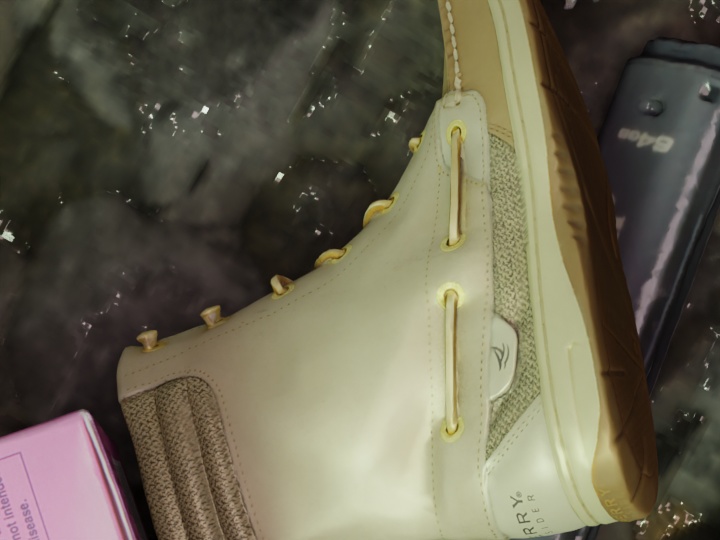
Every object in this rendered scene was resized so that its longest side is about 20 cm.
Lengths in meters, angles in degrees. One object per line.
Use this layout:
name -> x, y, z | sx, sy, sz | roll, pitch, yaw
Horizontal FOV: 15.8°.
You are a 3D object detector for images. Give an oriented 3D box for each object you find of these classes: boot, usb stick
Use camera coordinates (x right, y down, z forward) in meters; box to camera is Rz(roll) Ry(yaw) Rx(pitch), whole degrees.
boot -> 0.000, 0.000, 0.790 | 0.154, 0.073, 0.201 | -17, 61, 16
usb stick -> 0.072, 0.024, 0.811 | 0.032, 0.055, 0.201 | 25, 84, -32

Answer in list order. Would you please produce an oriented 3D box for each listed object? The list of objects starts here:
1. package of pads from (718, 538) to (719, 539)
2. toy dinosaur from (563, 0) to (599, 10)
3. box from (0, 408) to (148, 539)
package of pads -> 0.172, 0.151, 0.769 | 0.200, 0.076, 0.121 | 40, 93, -13
toy dinosaur -> 0.130, -0.139, 0.770 | 0.199, 0.181, 0.106 | 24, 57, -45
box -> -0.149, 0.118, 0.718 | 0.199, 0.176, 0.097 | -20, 86, -5
